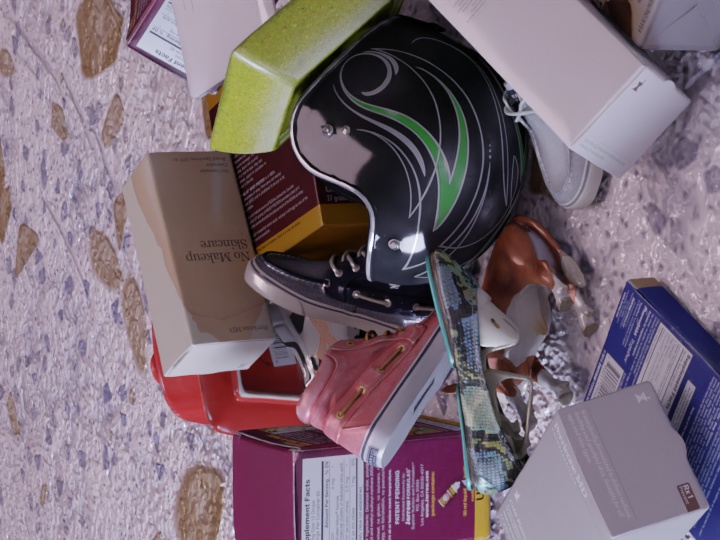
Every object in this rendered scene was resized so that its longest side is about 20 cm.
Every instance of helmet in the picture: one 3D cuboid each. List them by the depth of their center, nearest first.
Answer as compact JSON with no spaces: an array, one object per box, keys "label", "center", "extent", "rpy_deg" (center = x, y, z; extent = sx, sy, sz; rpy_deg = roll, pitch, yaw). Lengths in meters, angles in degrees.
[{"label":"helmet","center":[0.047,-0.093,1.445],"extent":[0.191,0.200,0.200],"rpy_deg":[44,138,7]}]

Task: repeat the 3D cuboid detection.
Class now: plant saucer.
[{"label":"plant saucer","center":[-0.033,-0.184,1.449],"extent":[0.048,0.200,0.200],"rpy_deg":[44,160,6]}]

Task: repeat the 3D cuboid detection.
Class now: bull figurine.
[{"label":"bull figurine","center":[0.130,0.057,1.437],"extent":[0.121,0.065,0.201],"rpy_deg":[42,134,43]}]

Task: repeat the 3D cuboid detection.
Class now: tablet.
[{"label":"tablet","center":[-0.129,-0.264,1.495],"extent":[0.130,0.014,0.202],"rpy_deg":[-24,75,45]}]

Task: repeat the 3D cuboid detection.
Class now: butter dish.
[{"label":"butter dish","center":[-0.152,0.085,1.778],"extent":[0.147,0.199,0.202],"rpy_deg":[-18,75,30]}]

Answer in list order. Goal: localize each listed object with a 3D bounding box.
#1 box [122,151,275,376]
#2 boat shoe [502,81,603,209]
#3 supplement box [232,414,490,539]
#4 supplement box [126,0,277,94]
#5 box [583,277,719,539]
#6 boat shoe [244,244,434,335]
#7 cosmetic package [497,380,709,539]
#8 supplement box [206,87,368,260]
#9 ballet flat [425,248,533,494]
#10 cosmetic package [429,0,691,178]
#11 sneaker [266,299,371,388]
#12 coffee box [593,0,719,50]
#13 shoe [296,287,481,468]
[{"label":"box","center":[-0.155,-0.007,1.643],"extent":[0.078,0.094,0.202],"rpy_deg":[-44,57,53]},{"label":"boat shoe","center":[0.144,-0.147,1.388],"extent":[0.070,0.071,0.203],"rpy_deg":[-22,73,59]},{"label":"supplement box","center":[0.001,0.191,1.539],"extent":[0.131,0.198,0.104],"rpy_deg":[6,97,61]},{"label":"supplement box","center":[-0.127,-0.290,1.622],"extent":[0.200,0.103,0.131],"rpy_deg":[-53,22,23]},{"label":"box","center":[0.242,0.111,1.272],"extent":[0.200,0.032,0.122],"rpy_deg":[54,137,46]},{"label":"boat shoe","center":[0.000,0.000,1.562],"extent":[0.075,0.198,0.093],"rpy_deg":[-79,8,-66]},{"label":"cosmetic package","center":[0.177,0.178,1.290],"extent":[0.201,0.089,0.107],"rpy_deg":[100,150,-59]},{"label":"supplement box","center":[-0.038,-0.112,1.654],"extent":[0.197,0.132,0.202],"rpy_deg":[-31,66,57]},{"label":"ballet flat","center":[0.102,0.077,1.381],"extent":[0.074,0.074,0.202],"rpy_deg":[2,106,60]},{"label":"cosmetic package","center":[0.141,-0.173,1.290],"extent":[0.085,0.107,0.200],"rpy_deg":[-46,61,14]},{"label":"sneaker","center":[-0.017,0.084,1.652],"extent":[0.080,0.074,0.201],"rpy_deg":[-25,101,23]},{"label":"coffee box","center":[0.201,-0.262,1.269],"extent":[0.200,0.079,0.114],"rpy_deg":[55,138,43]},{"label":"shoe","center":[0.028,0.072,1.482],"extent":[0.090,0.200,0.072],"rpy_deg":[27,147,15]}]
